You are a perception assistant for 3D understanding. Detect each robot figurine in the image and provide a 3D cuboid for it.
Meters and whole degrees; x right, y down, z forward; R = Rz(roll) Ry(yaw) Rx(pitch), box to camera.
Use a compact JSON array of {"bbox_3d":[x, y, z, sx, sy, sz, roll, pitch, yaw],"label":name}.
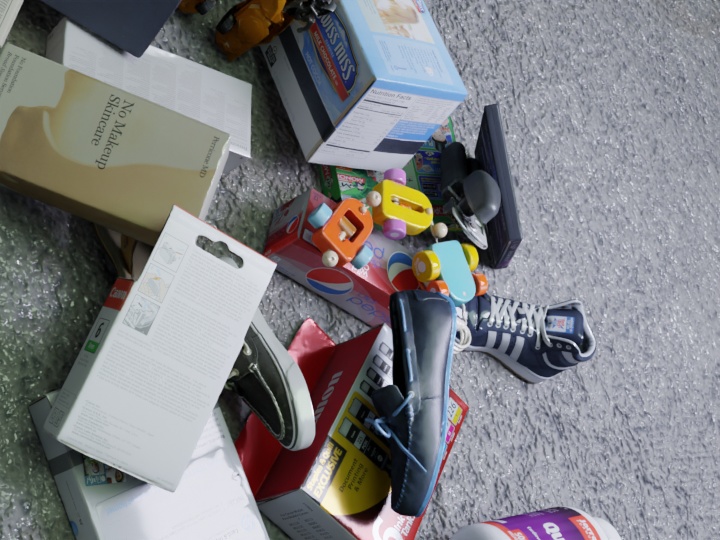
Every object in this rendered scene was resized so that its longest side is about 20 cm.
[{"bbox_3d":[-0.101,-0.287,1.127,0.145,0.199,0.059,41,50,-21],"label":"robot figurine"}]

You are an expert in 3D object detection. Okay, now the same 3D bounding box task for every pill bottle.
[{"bbox_3d":[0.182,0.304,1.194,0.198,0.112,0.114,-1,73,-41],"label":"pill bottle"}]

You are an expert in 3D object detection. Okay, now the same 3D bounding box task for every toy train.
[{"bbox_3d":[0.033,-0.009,1.138,0.200,0.055,0.151,42,51,-16],"label":"toy train"}]

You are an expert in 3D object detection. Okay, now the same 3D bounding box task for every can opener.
[{"bbox_3d":[0.122,-0.090,1.241,0.053,0.067,0.201,43,22,-19],"label":"can opener"}]

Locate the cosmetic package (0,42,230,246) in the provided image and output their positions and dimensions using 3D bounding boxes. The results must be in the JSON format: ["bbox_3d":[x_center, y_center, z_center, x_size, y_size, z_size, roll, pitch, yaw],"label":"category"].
[{"bbox_3d":[-0.215,-0.096,0.968,0.197,0.071,0.107,20,79,-6],"label":"cosmetic package"}]

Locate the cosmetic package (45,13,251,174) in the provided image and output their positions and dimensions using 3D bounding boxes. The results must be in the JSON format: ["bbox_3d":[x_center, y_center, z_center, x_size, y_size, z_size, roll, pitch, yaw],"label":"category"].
[{"bbox_3d":[-0.196,-0.160,1.094,0.198,0.050,0.084,17,60,-35],"label":"cosmetic package"}]

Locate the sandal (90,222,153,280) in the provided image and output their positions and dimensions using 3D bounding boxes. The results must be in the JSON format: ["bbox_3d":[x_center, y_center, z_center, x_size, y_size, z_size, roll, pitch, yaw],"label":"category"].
[{"bbox_3d":[-0.185,-0.017,1.023,0.079,0.054,0.202,9,50,-37],"label":"sandal"}]

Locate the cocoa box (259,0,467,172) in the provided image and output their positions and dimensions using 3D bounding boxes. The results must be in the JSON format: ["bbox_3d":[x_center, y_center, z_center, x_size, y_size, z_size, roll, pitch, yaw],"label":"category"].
[{"bbox_3d":[-0.005,-0.223,1.200,0.132,0.131,0.202,1,56,-40],"label":"cocoa box"}]

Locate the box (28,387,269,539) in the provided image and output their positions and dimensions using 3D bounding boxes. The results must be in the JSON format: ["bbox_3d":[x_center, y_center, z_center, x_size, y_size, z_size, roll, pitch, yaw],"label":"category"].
[{"bbox_3d":[-0.172,0.179,0.984,0.155,0.041,0.203,-19,85,-43],"label":"box"}]

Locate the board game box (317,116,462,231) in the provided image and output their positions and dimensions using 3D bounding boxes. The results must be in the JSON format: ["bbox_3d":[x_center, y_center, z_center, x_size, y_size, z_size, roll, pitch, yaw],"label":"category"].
[{"bbox_3d":[0.037,-0.112,1.296,0.198,0.029,0.137,0,73,-41],"label":"board game box"}]

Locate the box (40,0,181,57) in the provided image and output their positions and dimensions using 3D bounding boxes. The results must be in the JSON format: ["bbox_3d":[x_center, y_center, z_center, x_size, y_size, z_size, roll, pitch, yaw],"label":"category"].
[{"bbox_3d":[-0.246,-0.326,1.047,0.198,0.104,0.184,29,41,-24],"label":"box"}]

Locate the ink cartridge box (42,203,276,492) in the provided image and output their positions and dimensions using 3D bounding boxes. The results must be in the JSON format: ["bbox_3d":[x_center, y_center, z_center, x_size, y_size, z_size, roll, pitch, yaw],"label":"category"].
[{"bbox_3d":[-0.158,0.061,0.935,0.108,0.050,0.202,30,77,-27],"label":"ink cartridge box"}]

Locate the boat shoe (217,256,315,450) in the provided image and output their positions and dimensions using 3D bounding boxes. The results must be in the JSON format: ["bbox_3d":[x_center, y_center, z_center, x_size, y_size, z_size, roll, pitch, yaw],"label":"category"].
[{"bbox_3d":[-0.109,0.079,1.046,0.063,0.071,0.201,-16,61,-34],"label":"boat shoe"}]

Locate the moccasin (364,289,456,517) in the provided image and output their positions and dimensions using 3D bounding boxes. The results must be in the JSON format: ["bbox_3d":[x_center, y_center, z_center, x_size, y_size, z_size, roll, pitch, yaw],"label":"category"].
[{"bbox_3d":[0.038,0.117,1.053,0.067,0.080,0.203,12,69,-15],"label":"moccasin"}]

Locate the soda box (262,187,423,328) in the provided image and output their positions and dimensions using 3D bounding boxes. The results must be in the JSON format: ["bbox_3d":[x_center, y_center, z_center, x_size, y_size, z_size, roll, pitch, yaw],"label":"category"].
[{"bbox_3d":[0.000,0.000,1.188,0.199,0.070,0.064,32,54,-27],"label":"soda box"}]

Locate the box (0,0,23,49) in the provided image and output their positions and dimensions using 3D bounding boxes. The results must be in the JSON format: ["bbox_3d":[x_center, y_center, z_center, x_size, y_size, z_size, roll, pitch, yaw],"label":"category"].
[{"bbox_3d":[-0.351,-0.168,0.941,0.094,0.077,0.202,32,54,-27],"label":"box"}]

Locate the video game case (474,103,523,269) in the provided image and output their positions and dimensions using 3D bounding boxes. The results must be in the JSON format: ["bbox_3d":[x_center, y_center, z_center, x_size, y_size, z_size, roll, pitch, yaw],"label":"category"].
[{"bbox_3d":[0.150,-0.087,1.290,0.019,0.200,0.145,-9,82,0],"label":"video game case"}]

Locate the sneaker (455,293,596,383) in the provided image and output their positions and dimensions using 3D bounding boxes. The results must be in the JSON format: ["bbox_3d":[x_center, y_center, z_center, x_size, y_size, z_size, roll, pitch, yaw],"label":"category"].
[{"bbox_3d":[0.174,0.057,1.291,0.198,0.108,0.071,29,55,-30],"label":"sneaker"}]

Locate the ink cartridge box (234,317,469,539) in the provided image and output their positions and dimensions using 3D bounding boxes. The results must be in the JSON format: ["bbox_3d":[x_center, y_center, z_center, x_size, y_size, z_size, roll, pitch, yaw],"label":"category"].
[{"bbox_3d":[-0.010,0.159,1.104,0.175,0.083,0.201,44,50,-19],"label":"ink cartridge box"}]
